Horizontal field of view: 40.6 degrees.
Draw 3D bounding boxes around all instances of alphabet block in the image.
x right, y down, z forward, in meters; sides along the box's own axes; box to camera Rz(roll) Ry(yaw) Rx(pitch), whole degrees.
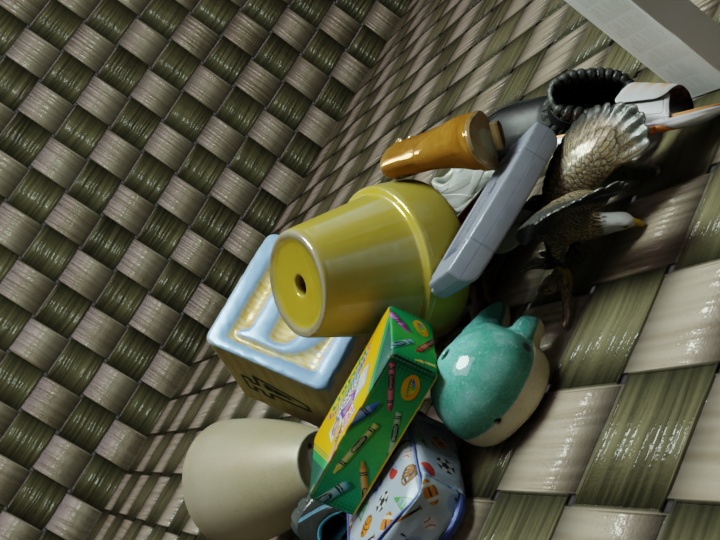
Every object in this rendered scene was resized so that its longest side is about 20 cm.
[{"bbox_3d":[-0.074,0.097,1.408,0.196,0.196,0.200,-60,-22,-20],"label":"alphabet block"}]

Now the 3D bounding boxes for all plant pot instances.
[{"bbox_3d":[-0.116,0.284,1.362,0.200,0.187,0.187,-23,33,43],"label":"plant pot"},{"bbox_3d":[0.000,0.000,1.184,0.189,0.201,0.201,-13,-12,-33],"label":"plant pot"}]

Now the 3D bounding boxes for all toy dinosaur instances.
[{"bbox_3d":[0.305,-0.132,1.149,0.088,0.047,0.200,-62,20,-13],"label":"toy dinosaur"}]

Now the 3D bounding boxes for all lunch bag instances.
[{"bbox_3d":[0.043,0.252,1.073,0.160,0.075,0.200,-56,12,19],"label":"lunch bag"}]

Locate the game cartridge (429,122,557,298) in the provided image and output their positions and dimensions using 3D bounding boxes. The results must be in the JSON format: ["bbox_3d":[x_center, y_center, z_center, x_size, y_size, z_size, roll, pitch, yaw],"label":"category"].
[{"bbox_3d":[0.147,-0.064,1.077,0.200,0.041,0.133,-58,-2,-12],"label":"game cartridge"}]

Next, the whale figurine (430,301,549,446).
[{"bbox_3d":[0.130,0.098,1.065,0.159,0.104,0.200,-49,17,25],"label":"whale figurine"}]

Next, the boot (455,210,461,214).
[{"bbox_3d":[0.081,-0.036,1.464,0.200,0.138,0.077,-59,14,-20],"label":"boot"}]

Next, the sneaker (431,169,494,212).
[{"bbox_3d":[0.192,-0.173,1.493,0.200,0.100,0.075,-48,14,24],"label":"sneaker"}]

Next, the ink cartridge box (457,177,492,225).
[{"bbox_3d":[0.139,-0.047,1.341,0.162,0.050,0.200,-48,-1,-13],"label":"ink cartridge box"}]

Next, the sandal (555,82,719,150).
[{"bbox_3d":[0.289,-0.173,1.064,0.206,0.059,0.079,-7,5,34],"label":"sandal"}]

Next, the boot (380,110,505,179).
[{"bbox_3d":[0.090,-0.137,1.151,0.144,0.071,0.201,-14,6,17],"label":"boot"}]

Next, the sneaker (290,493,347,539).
[{"bbox_3d":[-0.010,0.275,1.236,0.200,0.073,0.082,-60,28,6],"label":"sneaker"}]

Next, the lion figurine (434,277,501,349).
[{"bbox_3d":[0.117,0.057,1.312,0.200,0.072,0.123,-30,18,31],"label":"lion figurine"}]

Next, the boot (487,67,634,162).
[{"bbox_3d":[0.233,-0.189,1.206,0.211,0.080,0.158,-21,1,12],"label":"boot"}]

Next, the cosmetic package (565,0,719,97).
[{"bbox_3d":[0.324,-0.273,1.072,0.051,0.200,0.083,-60,15,-14],"label":"cosmetic package"}]

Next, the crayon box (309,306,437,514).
[{"bbox_3d":[0.013,0.154,1.077,0.200,0.058,0.119,-62,10,20],"label":"crayon box"}]

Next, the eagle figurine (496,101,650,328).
[{"bbox_3d":[0.229,-0.068,1.034,0.151,0.200,0.152,-20,48,-12],"label":"eagle figurine"}]

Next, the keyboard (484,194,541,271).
[{"bbox_3d":[0.171,-0.045,1.284,0.200,0.040,0.104,-41,10,-20],"label":"keyboard"}]
